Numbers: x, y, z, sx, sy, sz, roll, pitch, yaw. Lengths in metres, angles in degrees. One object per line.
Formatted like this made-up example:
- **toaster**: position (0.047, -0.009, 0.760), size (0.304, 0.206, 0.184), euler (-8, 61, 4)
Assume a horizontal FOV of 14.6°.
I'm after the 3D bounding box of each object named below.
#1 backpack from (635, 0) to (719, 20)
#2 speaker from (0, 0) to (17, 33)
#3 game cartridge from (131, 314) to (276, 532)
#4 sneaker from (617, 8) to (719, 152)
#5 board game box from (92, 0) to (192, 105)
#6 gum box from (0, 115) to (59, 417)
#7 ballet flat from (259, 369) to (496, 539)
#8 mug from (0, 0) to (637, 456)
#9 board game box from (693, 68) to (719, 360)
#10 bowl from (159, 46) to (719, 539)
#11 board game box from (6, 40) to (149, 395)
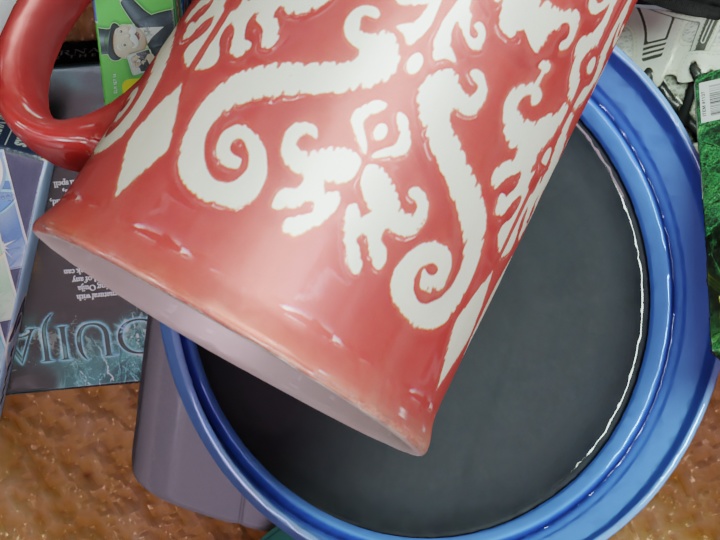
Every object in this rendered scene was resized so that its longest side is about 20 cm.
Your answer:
- **backpack**: position (0.066, -0.174, 0.960), size (0.199, 0.127, 0.167), euler (21, 122, -10)
- **speaker**: position (-0.177, -0.099, 0.942), size (0.088, 0.200, 0.089), euler (6, 102, 28)
- **game cartridge**: position (0.015, 0.041, 1.083), size (0.199, 0.042, 0.134), euler (3, 108, -13)
- **sneaker**: position (0.152, -0.073, 1.026), size (0.199, 0.088, 0.076), euler (-16, 115, 7)
- **board game box**: position (-0.077, -0.157, 0.946), size (0.029, 0.135, 0.201), euler (-3, 120, 1)
- **gum box**: position (-0.224, 0.004, 1.040), size (0.199, 0.045, 0.171), euler (14, 114, -4)
- **ballet flat**: position (0.007, 0.101, 1.040), size (0.075, 0.068, 0.200), euler (3, 139, -26)
- **mug**: position (-0.009, -0.075, 0.836), size (0.177, 0.133, 0.201), euler (30, 84, -2)
- **board game box**: position (0.164, 0.018, 1.005), size (0.023, 0.105, 0.200), euler (-10, 152, 24)
- **bowl**: position (0.026, 0.005, 0.943), size (0.199, 0.039, 0.202), euler (2, 83, -17)
- **board game box**: position (-0.156, -0.015, 1.076), size (0.199, 0.028, 0.136), euler (-5, 114, 0)
